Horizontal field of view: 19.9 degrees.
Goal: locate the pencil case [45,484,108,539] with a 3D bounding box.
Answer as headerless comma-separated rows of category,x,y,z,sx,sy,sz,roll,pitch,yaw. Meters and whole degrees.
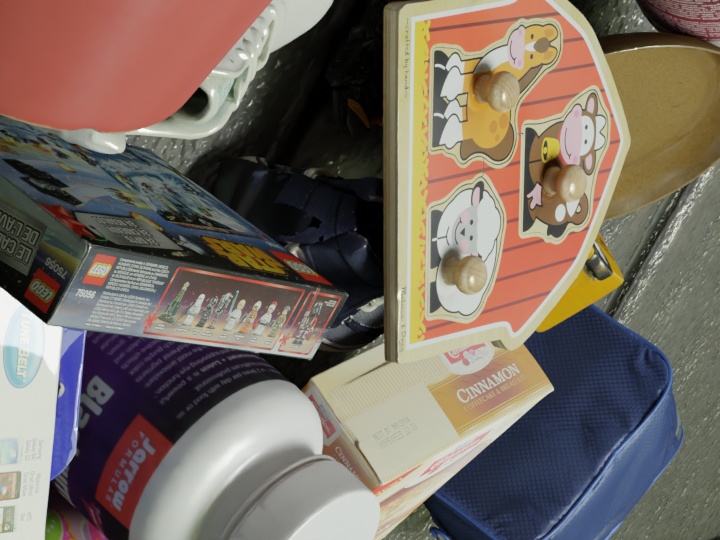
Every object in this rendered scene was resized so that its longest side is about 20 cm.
pencil case,-0.152,0.146,1.002,0.088,0.087,0.200,-61,177,17

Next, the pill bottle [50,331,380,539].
pill bottle,-0.089,0.078,0.964,0.111,0.200,0.112,-37,148,-27

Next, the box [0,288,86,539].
box,-0.201,0.059,0.843,0.199,0.041,0.120,-2,106,-31

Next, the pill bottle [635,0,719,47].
pill bottle,0.193,-0.196,1.134,0.114,0.114,0.200,-54,163,3

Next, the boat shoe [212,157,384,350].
boat shoe,0.000,0.000,1.092,0.200,0.092,0.075,34,66,-62

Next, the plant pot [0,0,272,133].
plant pot,-0.089,-0.158,0.717,0.200,0.200,0.178,-15,145,-49

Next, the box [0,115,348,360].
box,-0.110,-0.018,0.887,0.200,0.137,0.040,13,110,-60

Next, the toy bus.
toy bus,0.090,-0.027,1.183,0.065,0.079,0.200,-30,151,12

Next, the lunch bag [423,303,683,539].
lunch bag,0.127,0.129,1.425,0.200,0.136,0.132,-47,152,-9

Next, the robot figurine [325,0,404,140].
robot figurine,0.054,-0.149,1.070,0.145,0.058,0.201,-21,138,-44

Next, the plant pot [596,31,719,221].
plant pot,0.137,-0.084,1.222,0.199,0.028,0.200,-12,152,-6

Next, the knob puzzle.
knob puzzle,0.086,-0.055,1.050,0.219,0.030,0.221,-15,110,-48

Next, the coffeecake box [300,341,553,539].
coffeecake box,-0.005,0.113,1.200,0.153,0.073,0.200,-24,163,-43

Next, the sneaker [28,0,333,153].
sneaker,-0.073,-0.096,0.918,0.200,0.080,0.071,-28,142,-41
